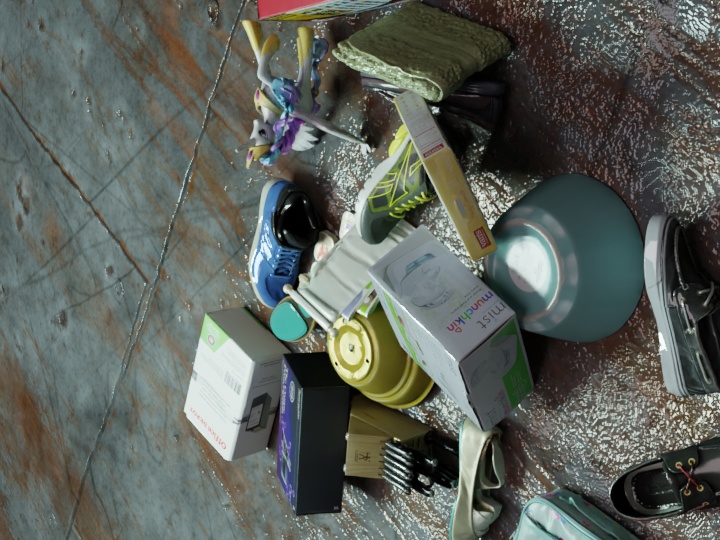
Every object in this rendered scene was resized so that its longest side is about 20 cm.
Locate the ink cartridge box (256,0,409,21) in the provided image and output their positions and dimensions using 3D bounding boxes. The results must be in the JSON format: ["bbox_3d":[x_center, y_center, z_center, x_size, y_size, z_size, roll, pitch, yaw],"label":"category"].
[{"bbox_3d":[-0.048,-0.385,1.433,0.198,0.174,0.085,1,99,48],"label":"ink cartridge box"}]

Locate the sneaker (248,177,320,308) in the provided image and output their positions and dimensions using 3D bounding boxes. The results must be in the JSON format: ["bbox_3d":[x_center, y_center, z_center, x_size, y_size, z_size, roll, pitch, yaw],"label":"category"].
[{"bbox_3d":[-0.114,-0.031,1.643,0.111,0.076,0.204,29,114,61],"label":"sneaker"}]

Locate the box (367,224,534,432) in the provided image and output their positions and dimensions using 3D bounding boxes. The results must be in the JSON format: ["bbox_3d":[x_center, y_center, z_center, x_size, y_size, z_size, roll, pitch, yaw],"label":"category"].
[{"bbox_3d":[0.113,0.076,1.331,0.176,0.096,0.201,44,168,33],"label":"box"}]

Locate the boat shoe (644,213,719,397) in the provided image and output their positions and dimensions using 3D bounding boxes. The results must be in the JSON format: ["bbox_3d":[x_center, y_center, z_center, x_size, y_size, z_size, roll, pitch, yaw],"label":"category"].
[{"bbox_3d":[0.354,0.036,1.162,0.070,0.072,0.203,-5,104,39],"label":"boat shoe"}]

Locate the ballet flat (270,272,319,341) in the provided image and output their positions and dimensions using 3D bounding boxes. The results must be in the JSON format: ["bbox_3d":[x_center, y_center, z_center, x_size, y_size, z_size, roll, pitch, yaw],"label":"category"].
[{"bbox_3d":[-0.073,0.053,1.618,0.069,0.063,0.200,58,148,4],"label":"ballet flat"}]

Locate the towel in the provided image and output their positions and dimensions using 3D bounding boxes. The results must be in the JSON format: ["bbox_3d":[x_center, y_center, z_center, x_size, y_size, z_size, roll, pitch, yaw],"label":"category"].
[{"bbox_3d":[0.076,-0.275,1.350,0.199,0.148,0.037,29,144,41],"label":"towel"}]

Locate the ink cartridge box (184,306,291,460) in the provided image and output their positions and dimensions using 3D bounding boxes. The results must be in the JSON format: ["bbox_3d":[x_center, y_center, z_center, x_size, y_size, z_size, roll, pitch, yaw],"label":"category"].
[{"bbox_3d":[-0.206,0.186,1.796,0.145,0.083,0.203,39,124,37],"label":"ink cartridge box"}]

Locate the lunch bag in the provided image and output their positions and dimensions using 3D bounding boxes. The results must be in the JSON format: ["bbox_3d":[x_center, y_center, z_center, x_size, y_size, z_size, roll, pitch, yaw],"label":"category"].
[{"bbox_3d":[0.266,0.365,1.310,0.199,0.076,0.163,31,120,40],"label":"lunch bag"}]

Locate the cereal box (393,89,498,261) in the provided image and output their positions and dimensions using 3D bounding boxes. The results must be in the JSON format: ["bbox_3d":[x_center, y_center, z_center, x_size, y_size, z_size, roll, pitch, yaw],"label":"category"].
[{"bbox_3d":[0.099,-0.118,1.282,0.145,0.039,0.201,60,-173,-30],"label":"cereal box"}]

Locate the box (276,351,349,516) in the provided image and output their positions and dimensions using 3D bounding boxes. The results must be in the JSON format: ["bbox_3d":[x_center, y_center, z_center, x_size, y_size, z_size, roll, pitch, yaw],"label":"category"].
[{"bbox_3d":[-0.073,0.242,1.627,0.141,0.077,0.204,-139,50,-65],"label":"box"}]

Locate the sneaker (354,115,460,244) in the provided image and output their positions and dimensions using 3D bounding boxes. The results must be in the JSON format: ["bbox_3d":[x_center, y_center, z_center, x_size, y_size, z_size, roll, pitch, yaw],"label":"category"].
[{"bbox_3d":[0.060,-0.110,1.436,0.084,0.074,0.202,41,119,27],"label":"sneaker"}]

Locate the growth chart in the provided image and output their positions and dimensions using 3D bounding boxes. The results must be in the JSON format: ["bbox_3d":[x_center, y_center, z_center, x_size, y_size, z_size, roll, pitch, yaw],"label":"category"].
[{"bbox_3d":[0.000,0.000,1.493,0.200,0.018,0.145,-42,52,-2],"label":"growth chart"}]

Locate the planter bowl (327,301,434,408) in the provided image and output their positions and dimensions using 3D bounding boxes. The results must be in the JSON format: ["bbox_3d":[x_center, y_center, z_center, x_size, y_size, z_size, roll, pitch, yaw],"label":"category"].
[{"bbox_3d":[0.012,0.101,1.515,0.199,0.083,0.204,12,107,46],"label":"planter bowl"}]

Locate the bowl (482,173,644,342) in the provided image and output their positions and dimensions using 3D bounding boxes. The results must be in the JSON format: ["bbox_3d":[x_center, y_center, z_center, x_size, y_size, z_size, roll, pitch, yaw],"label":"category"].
[{"bbox_3d":[0.219,-0.007,1.268,0.199,0.104,0.205,14,109,46],"label":"bowl"}]

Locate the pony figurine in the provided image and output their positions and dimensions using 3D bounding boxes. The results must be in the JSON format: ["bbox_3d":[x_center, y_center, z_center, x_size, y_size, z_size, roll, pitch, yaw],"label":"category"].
[{"bbox_3d":[-0.093,-0.232,1.519,0.165,0.191,0.204,0,85,46],"label":"pony figurine"}]

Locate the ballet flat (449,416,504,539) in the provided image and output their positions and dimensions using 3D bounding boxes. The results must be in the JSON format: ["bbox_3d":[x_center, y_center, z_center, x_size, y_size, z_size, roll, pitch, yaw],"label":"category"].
[{"bbox_3d":[0.157,0.290,1.432,0.069,0.069,0.204,17,110,45],"label":"ballet flat"}]

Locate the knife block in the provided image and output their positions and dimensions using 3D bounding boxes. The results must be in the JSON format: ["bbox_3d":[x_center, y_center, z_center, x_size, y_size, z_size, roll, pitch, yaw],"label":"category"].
[{"bbox_3d":[0.065,0.247,1.535,0.172,0.200,0.065,5,106,1],"label":"knife block"}]

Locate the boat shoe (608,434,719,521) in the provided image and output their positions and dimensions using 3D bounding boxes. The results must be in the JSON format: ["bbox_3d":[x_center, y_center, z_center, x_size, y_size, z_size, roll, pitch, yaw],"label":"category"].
[{"bbox_3d":[0.361,0.230,1.190,0.200,0.062,0.075,-31,72,45],"label":"boat shoe"}]

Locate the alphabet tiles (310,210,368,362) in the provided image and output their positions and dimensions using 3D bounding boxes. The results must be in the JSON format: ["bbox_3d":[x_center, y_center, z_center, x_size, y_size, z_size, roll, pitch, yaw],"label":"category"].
[{"bbox_3d":[-0.005,0.024,1.590,0.199,0.014,0.199,34,122,39],"label":"alphabet tiles"}]

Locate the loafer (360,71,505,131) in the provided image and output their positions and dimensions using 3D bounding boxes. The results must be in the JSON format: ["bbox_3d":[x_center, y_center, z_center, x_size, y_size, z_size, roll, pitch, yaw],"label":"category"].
[{"bbox_3d":[0.086,-0.217,1.371,0.197,0.072,0.064,11,108,27],"label":"loafer"}]
